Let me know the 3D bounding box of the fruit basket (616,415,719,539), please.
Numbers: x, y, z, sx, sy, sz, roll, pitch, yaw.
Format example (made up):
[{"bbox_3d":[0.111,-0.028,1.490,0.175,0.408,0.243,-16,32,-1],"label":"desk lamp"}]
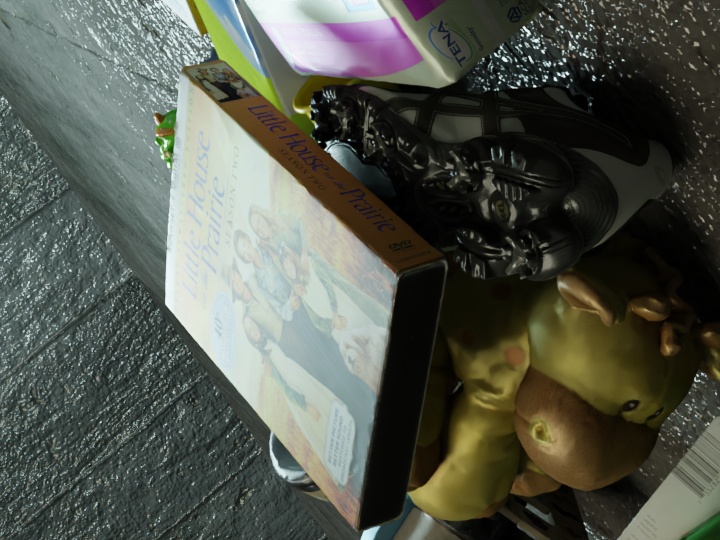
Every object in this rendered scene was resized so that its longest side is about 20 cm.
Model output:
[{"bbox_3d":[0.189,0.201,0.728,0.185,0.093,0.201,44,123,25],"label":"fruit basket"}]

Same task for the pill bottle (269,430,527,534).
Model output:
[{"bbox_3d":[0.036,0.147,1.171,0.199,0.112,0.112,29,-178,-33],"label":"pill bottle"}]

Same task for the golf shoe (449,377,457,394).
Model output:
[{"bbox_3d":[0.061,0.078,0.978,0.094,0.078,0.200,24,-176,-35],"label":"golf shoe"}]

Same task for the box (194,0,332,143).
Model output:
[{"bbox_3d":[-0.066,-0.160,0.871,0.122,0.047,0.200,53,171,33],"label":"box"}]

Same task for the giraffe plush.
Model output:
[{"bbox_3d":[0.098,0.041,0.727,0.162,0.172,0.202,18,112,51],"label":"giraffe plush"}]

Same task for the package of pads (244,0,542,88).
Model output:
[{"bbox_3d":[-0.020,-0.163,0.670,0.155,0.068,0.200,55,167,-19],"label":"package of pads"}]

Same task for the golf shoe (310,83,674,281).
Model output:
[{"bbox_3d":[0.053,-0.046,0.671,0.200,0.094,0.078,27,129,51],"label":"golf shoe"}]

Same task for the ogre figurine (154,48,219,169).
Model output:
[{"bbox_3d":[-0.092,-0.083,1.109,0.097,0.201,0.120,-2,129,18],"label":"ogre figurine"}]

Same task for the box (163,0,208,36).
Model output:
[{"bbox_3d":[-0.142,-0.239,0.968,0.119,0.041,0.200,45,164,28],"label":"box"}]

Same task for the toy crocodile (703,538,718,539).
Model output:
[{"bbox_3d":[0.187,0.126,0.618,0.200,0.062,0.068,-32,104,38],"label":"toy crocodile"}]

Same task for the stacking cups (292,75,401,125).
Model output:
[{"bbox_3d":[0.039,-0.033,0.862,0.200,0.060,0.060,55,168,-21],"label":"stacking cups"}]

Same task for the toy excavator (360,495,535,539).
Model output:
[{"bbox_3d":[0.063,0.210,1.061,0.194,0.100,0.200,37,175,-26],"label":"toy excavator"}]

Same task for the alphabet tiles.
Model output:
[{"bbox_3d":[0.091,0.135,1.070,0.167,0.008,0.200,34,-170,-5],"label":"alphabet tiles"}]

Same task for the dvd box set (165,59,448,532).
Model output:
[{"bbox_3d":[-0.035,0.007,0.719,0.200,0.029,0.147,45,137,42],"label":"dvd box set"}]
